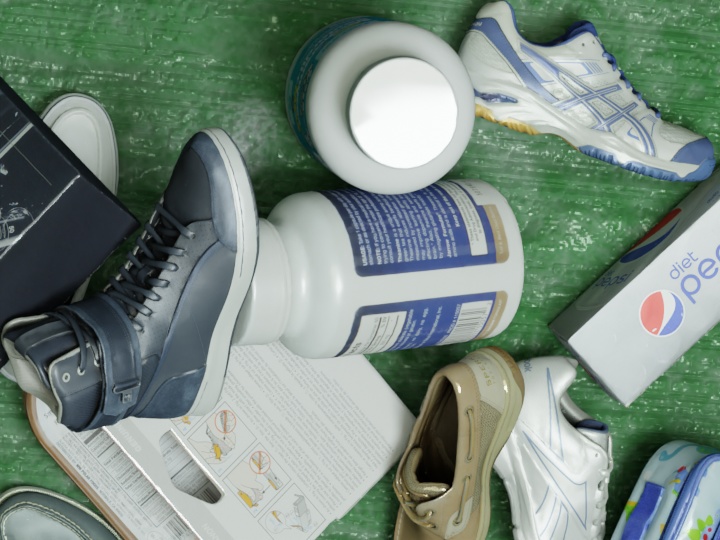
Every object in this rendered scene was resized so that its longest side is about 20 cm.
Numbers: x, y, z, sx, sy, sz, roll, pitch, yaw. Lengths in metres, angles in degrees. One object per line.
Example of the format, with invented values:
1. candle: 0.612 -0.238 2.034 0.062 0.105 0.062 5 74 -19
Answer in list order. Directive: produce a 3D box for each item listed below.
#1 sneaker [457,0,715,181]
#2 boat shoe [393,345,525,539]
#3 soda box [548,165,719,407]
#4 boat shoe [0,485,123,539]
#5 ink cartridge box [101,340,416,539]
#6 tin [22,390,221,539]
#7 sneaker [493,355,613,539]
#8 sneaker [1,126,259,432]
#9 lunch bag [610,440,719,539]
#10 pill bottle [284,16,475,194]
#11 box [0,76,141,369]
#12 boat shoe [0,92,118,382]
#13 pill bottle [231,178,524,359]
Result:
1. sneaker: 0.162 -0.124 1.657 0.199 0.075 0.089 19 94 -11
2. boat shoe: 0.051 0.141 1.645 0.064 0.071 0.201 -13 128 -41
3. soda box: 0.230 0.000 1.688 0.200 0.063 0.068 -43 102 0
4. boat shoe: -0.179 0.229 1.662 0.073 0.062 0.200 -41 101 0
5. ink cartridge box: -0.081 0.095 1.641 0.176 0.045 0.200 -44 101 -20
6. tin: -0.149 0.119 1.666 0.112 0.042 0.200 -42 101 -5
7. sneaker: 0.143 0.153 1.682 0.087 0.075 0.201 -19 102 14
8. sneaker: -0.146 0.011 1.507 0.145 0.077 0.204 -6 118 -35
9. lunch bag: 0.239 0.230 1.682 0.160 0.082 0.201 30 81 -28
10. pill bottle: 0.014 -0.109 1.574 0.110 0.200 0.112 -1 97 -8
11. box: -0.279 -0.042 1.545 0.182 0.104 0.200 -46 65 -1
12. boat shoe: -0.200 -0.023 1.608 0.073 0.065 0.202 10 82 -14
13. pill bottle: 0.000 0.000 1.604 0.199 0.111 0.112 -6 99 -28
